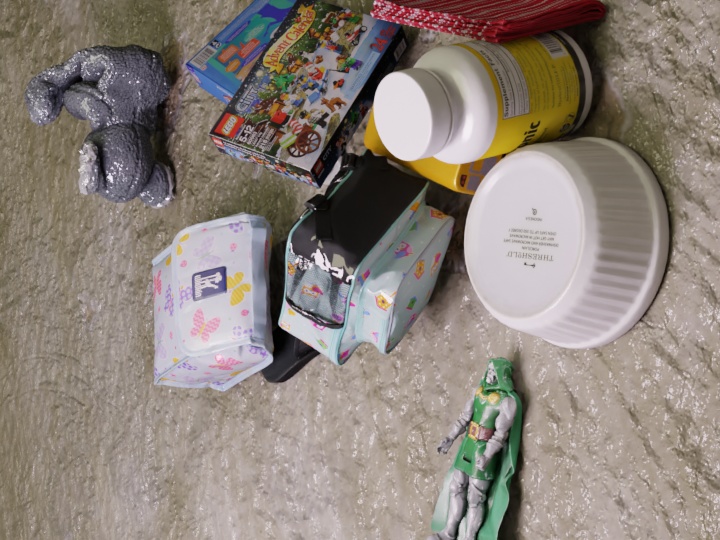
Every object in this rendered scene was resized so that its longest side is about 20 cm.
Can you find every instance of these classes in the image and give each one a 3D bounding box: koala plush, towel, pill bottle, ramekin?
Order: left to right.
[{"bbox_3d":[-0.328,-0.180,2.016,0.183,0.177,0.201,-27,61,35],"label":"koala plush"},{"bbox_3d":[0.113,-0.161,1.421,0.111,0.199,0.112,24,121,47],"label":"pill bottle"},{"bbox_3d":[0.123,-0.257,1.482,0.200,0.144,0.023,22,122,49],"label":"towel"},{"bbox_3d":[0.183,-0.029,1.417,0.202,0.094,0.203,-9,79,50],"label":"ramekin"}]

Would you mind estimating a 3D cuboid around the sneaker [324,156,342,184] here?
[{"bbox_3d":[-0.087,-0.193,1.779,0.074,0.088,0.200,-51,48,36],"label":"sneaker"}]

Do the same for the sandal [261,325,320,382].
[{"bbox_3d":[-0.069,0.067,1.754,0.201,0.048,0.076,-49,50,37],"label":"sandal"}]

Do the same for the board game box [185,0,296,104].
[{"bbox_3d":[-0.088,-0.240,1.745,0.152,0.045,0.200,-44,46,-10],"label":"board game box"}]

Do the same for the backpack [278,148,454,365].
[{"bbox_3d":[0.000,0.000,1.574,0.153,0.176,0.200,32,143,5],"label":"backpack"}]

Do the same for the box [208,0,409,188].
[{"bbox_3d":[-0.055,-0.196,1.638,0.136,0.038,0.200,21,69,26],"label":"box"}]

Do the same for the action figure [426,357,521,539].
[{"bbox_3d":[0.118,0.183,1.511,0.118,0.055,0.201,19,96,53],"label":"action figure"}]

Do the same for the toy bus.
[{"bbox_3d":[0.071,-0.136,1.581,0.200,0.078,0.065,30,109,48],"label":"toy bus"}]

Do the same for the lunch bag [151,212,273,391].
[{"bbox_3d":[-0.172,0.037,1.807,0.200,0.127,0.170,-29,58,54],"label":"lunch bag"}]
